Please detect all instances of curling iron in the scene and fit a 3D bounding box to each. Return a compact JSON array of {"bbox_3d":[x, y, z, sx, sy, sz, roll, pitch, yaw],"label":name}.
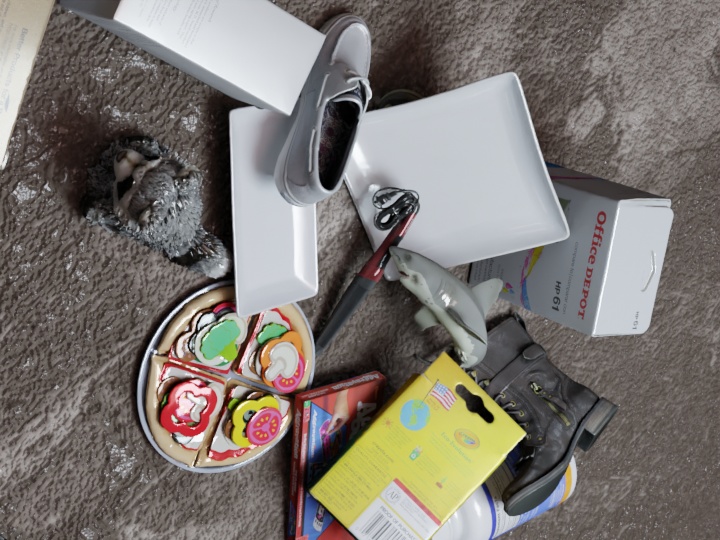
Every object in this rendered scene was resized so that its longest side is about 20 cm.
[{"bbox_3d":[0.000,0.000,1.489,0.049,0.026,0.200,23,108,-18],"label":"curling iron"}]

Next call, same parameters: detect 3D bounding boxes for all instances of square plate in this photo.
[{"bbox_3d":[0.088,-0.094,1.476,0.200,0.028,0.198,-14,121,16],"label":"square plate"}]

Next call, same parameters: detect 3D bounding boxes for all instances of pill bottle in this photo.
[{"bbox_3d":[0.132,0.242,1.636,0.200,0.112,0.112,-22,117,-29],"label":"pill bottle"}]

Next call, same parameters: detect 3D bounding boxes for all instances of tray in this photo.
[{"bbox_3d":[-0.087,-0.062,1.413,0.107,0.022,0.200,-16,111,-42],"label":"tray"}]

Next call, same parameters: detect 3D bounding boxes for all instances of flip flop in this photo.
[{"bbox_3d":[0.086,-0.112,1.516,0.081,0.058,0.200,-30,117,24],"label":"flip flop"}]

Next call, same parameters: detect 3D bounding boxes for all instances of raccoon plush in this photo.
[{"bbox_3d":[-0.150,-0.050,1.307,0.200,0.134,0.097,26,88,-40],"label":"raccoon plush"}]

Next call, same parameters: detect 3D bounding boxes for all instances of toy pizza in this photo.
[{"bbox_3d":[-0.125,0.107,1.444,0.200,0.032,0.201,-12,112,-32],"label":"toy pizza"}]

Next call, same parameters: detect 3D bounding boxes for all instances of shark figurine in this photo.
[{"bbox_3d":[0.114,0.048,1.519,0.090,0.128,0.215,-48,146,-17],"label":"shark figurine"}]

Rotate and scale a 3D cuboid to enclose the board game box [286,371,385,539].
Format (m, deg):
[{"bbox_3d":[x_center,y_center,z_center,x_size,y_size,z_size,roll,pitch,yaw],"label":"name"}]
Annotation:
[{"bbox_3d":[-0.026,0.207,1.546,0.103,0.019,0.200,-15,122,-34],"label":"board game box"}]

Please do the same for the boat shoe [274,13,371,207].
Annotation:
[{"bbox_3d":[-0.023,-0.155,1.386,0.072,0.068,0.200,37,64,-33],"label":"boat shoe"}]

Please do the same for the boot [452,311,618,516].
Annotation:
[{"bbox_3d":[0.164,0.154,1.603,0.200,0.174,0.069,-42,162,-32],"label":"boot"}]

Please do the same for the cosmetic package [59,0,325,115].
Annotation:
[{"bbox_3d":[-0.143,-0.215,1.277,0.200,0.108,0.085,24,89,-41],"label":"cosmetic package"}]

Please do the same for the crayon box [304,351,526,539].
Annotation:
[{"bbox_3d":[0.057,0.196,1.511,0.200,0.051,0.127,-45,93,-8],"label":"crayon box"}]

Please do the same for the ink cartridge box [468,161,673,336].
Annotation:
[{"bbox_3d":[0.217,-0.027,1.552,0.085,0.200,0.145,-1,105,-38],"label":"ink cartridge box"}]

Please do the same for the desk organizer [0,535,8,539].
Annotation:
[{"bbox_3d":[-0.347,0.266,1.307,0.077,0.072,0.200,-53,129,-13],"label":"desk organizer"}]

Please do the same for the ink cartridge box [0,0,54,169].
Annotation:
[{"bbox_3d":[-0.337,-0.196,1.156,0.165,0.075,0.200,16,95,-41],"label":"ink cartridge box"}]
